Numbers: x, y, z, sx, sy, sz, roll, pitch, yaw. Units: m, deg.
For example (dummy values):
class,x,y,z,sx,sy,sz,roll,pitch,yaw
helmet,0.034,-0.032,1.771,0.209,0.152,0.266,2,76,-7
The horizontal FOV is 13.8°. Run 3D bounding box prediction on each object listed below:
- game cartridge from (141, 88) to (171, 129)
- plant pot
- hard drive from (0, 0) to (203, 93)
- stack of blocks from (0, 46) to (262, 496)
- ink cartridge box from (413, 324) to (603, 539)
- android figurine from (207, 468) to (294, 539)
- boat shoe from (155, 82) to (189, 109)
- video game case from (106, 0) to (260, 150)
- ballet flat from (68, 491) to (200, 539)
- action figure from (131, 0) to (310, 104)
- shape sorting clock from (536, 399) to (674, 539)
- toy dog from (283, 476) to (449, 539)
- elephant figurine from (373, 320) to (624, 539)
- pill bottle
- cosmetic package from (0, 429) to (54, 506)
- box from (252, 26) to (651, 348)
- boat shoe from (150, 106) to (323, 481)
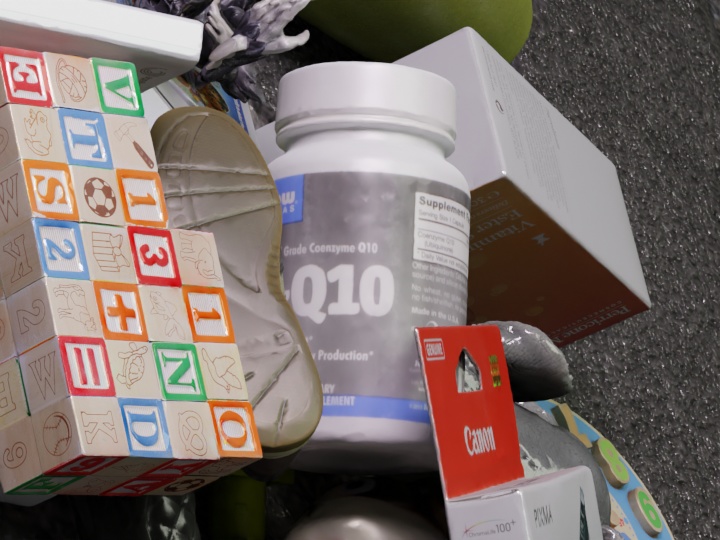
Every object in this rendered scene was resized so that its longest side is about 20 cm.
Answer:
class,x,y,z,sx,sy,sz,roll,pitch,yaw
game cartridge,-0.190,-0.101,1.547,0.130,0.038,0.200,-43,102,-26
plant pot,0.027,-0.209,1.926,0.200,0.187,0.187,49,26,-47
hard drive,-0.195,-0.116,1.450,0.200,0.132,0.027,10,77,-29
stack of blocks,-0.125,0.002,1.395,0.115,0.059,0.200,4,66,-47
ink cartridge box,0.081,0.110,1.497,0.200,0.043,0.174,2,79,-76
android figurine,-0.084,0.045,1.556,0.182,0.041,0.200,12,73,-52
boat shoe,-0.142,-0.086,1.623,0.200,0.071,0.064,43,34,-23
video game case,-0.135,-0.147,1.705,0.200,0.018,0.143,43,14,-25
ballet flat,-0.110,0.109,1.467,0.057,0.066,0.200,11,73,-82
action figure,-0.081,-0.157,1.630,0.119,0.102,0.200,59,10,11
shape sorting clock,0.143,0.161,1.857,0.200,0.039,0.200,38,34,-32
toy dog,0.026,0.199,1.540,0.194,0.139,0.200,13,50,-53
elephant figurine,0.048,0.084,1.647,0.142,0.155,0.200,-91,158,-51
pill bottle,0.000,0.000,1.551,0.114,0.114,0.200,17,70,-50
cosmetic package,-0.184,0.003,1.434,0.102,0.074,0.200,17,56,-43
box,0.056,-0.029,1.759,0.200,0.152,0.107,37,34,-51
boat shoe,-0.070,0.013,1.487,0.072,0.066,0.201,-6,59,-20
